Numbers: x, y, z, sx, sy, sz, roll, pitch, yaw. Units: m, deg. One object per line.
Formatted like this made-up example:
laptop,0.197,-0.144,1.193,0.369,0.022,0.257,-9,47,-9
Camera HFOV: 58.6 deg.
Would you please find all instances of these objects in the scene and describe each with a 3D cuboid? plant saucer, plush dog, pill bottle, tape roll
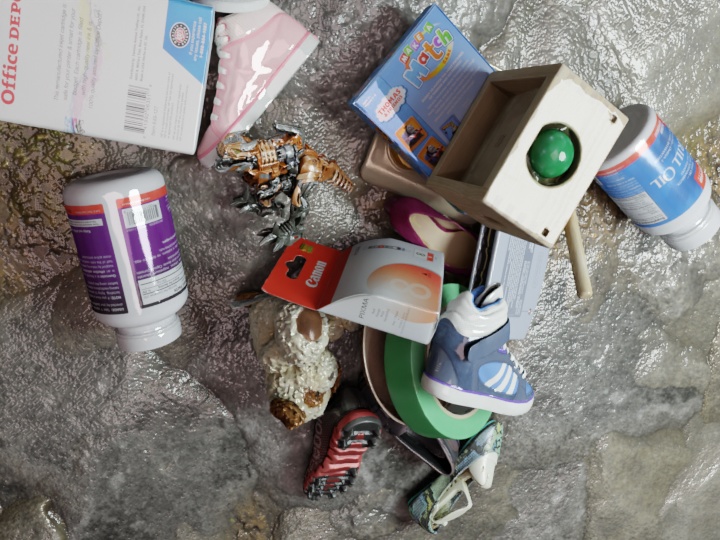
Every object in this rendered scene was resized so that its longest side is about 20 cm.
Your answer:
plant saucer,0.061,0.105,0.861,0.199,0.036,0.203,10,75,-44
plush dog,-0.083,0.111,0.820,0.158,0.200,0.174,-3,99,22
pill bottle,-0.268,-0.013,0.753,0.111,0.113,0.203,-10,108,-10
pill bottle,0.404,-0.121,0.880,0.199,0.112,0.113,39,95,-21
tape roll,0.114,0.120,0.854,0.199,0.048,0.203,10,76,-44

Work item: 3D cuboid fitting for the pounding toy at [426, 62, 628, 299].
pounding toy,0.191,-0.103,0.703,0.141,0.200,0.185,29,94,-21

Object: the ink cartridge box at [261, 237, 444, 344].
ink cartridge box,0.000,0.000,0.767,0.198,0.163,0.051,19,118,0

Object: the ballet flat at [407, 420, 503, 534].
ballet flat,0.159,0.319,0.972,0.074,0.074,0.200,39,97,-20

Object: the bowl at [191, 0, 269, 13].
bowl,-0.138,-0.332,0.670,0.198,0.202,0.095,-1,131,-13

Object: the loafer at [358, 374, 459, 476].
loafer,0.074,0.220,0.920,0.072,0.063,0.200,-37,114,24

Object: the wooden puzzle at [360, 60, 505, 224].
wooden puzzle,0.117,-0.178,0.830,0.183,0.046,0.202,20,101,-18

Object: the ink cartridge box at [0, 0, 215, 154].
ink cartridge box,-0.263,-0.219,0.676,0.197,0.145,0.149,9,103,-15

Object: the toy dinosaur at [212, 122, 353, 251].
toy dinosaur,-0.084,-0.105,0.760,0.198,0.103,0.137,15,118,-27

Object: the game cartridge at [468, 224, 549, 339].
game cartridge,0.205,-0.006,0.873,0.132,0.040,0.203,7,96,-40

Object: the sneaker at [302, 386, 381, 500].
sneaker,-0.035,0.242,0.907,0.070,0.098,0.202,6,128,-27

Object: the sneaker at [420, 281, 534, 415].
sneaker,0.169,0.092,0.794,0.198,0.080,0.148,15,98,-38

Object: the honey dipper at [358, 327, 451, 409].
honey dipper,0.075,0.140,0.921,0.200,0.038,0.038,41,94,-17

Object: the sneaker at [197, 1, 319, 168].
sneaker,-0.147,-0.223,0.742,0.104,0.075,0.201,39,92,-18

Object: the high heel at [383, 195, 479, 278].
high heel,0.118,-0.032,0.846,0.198,0.096,0.068,26,99,-19

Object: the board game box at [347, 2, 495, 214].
board game box,0.105,-0.192,0.784,0.200,0.037,0.152,41,90,-20
